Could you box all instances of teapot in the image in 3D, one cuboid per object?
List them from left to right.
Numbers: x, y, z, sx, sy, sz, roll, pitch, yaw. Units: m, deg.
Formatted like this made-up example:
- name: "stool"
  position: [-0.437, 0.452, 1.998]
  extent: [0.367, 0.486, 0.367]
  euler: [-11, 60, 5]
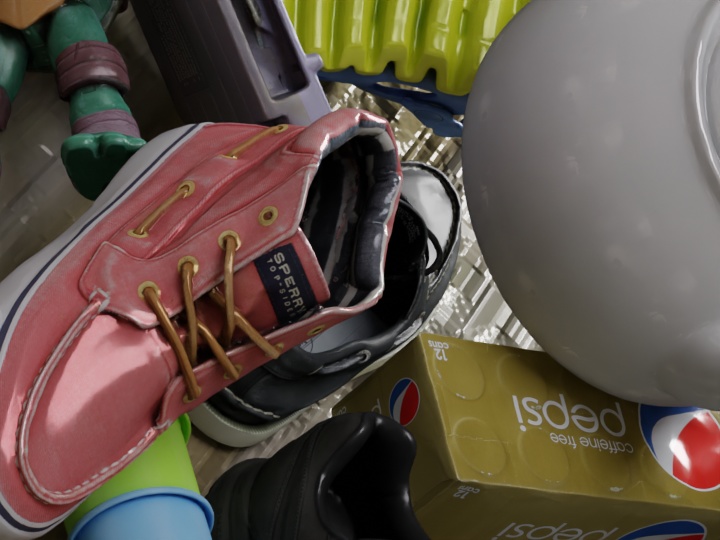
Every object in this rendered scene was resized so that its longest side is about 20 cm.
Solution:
- name: "teapot"
  position: [0.147, -0.050, 1.076]
  extent: [0.197, 0.146, 0.200]
  euler: [-40, 100, -41]

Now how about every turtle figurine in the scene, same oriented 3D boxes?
- name: "turtle figurine"
  position: [-0.129, -0.117, 1.036]
  extent: [0.101, 0.149, 0.201]
  euler: [27, 49, -49]

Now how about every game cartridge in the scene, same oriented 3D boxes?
- name: "game cartridge"
  position: [-0.070, -0.130, 1.060]
  extent: [0.038, 0.130, 0.201]
  euler: [-24, 96, -12]

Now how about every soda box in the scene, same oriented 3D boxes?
- name: "soda box"
  position: [0.089, 0.080, 1.112]
  extent: [0.199, 0.064, 0.068]
  euler: [9, 53, -37]

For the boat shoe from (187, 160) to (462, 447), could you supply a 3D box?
- name: "boat shoe"
  position: [-0.002, -0.002, 1.095]
  extent: [0.075, 0.066, 0.199]
  euler: [51, 40, 4]

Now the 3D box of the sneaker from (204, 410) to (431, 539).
- name: "sneaker"
  position: [-0.003, 0.138, 0.930]
  extent: [0.076, 0.091, 0.201]
  euler: [11, 53, -37]

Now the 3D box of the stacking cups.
- name: "stacking cups"
  position: [-0.070, 0.108, 0.935]
  extent: [0.060, 0.061, 0.201]
  euler: [8, 48, -37]

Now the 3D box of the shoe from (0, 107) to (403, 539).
- name: "shoe"
  position: [-0.058, 0.011, 0.904]
  extent: [0.072, 0.091, 0.200]
  euler: [63, 37, -26]

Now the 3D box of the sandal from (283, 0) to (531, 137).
- name: "sandal"
  position: [0.000, -0.103, 1.175]
  extent: [0.199, 0.087, 0.080]
  euler: [19, 70, -5]
